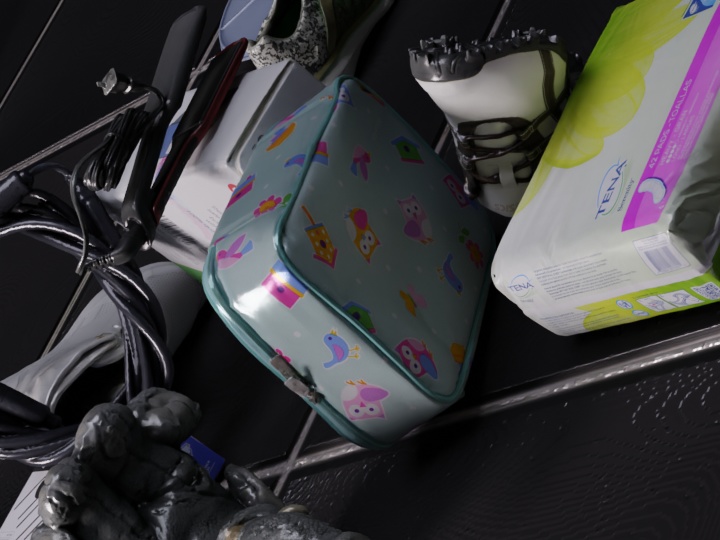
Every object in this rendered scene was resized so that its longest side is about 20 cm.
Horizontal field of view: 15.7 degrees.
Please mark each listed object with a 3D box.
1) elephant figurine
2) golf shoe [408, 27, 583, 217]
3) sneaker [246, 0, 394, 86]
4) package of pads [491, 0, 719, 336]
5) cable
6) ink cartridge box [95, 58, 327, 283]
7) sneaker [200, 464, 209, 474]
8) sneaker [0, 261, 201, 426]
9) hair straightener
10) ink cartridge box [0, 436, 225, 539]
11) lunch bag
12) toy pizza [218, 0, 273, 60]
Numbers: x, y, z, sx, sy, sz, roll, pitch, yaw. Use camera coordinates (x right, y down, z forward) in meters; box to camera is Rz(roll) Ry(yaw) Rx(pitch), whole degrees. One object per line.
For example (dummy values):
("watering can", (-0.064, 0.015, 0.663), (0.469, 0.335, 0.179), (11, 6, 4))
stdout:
("elephant figurine", (-0.070, 0.161, 1.402), (0.155, 0.200, 0.142), (-17, -51, -69))
("golf shoe", (0.083, -0.079, 1.416), (0.078, 0.200, 0.095), (-2, 85, 23))
("sneaker", (-0.031, -0.204, 1.904), (0.077, 0.089, 0.200), (-7, 48, 34))
("package of pads", (0.161, -0.067, 1.349), (0.154, 0.068, 0.200), (-18, 39, 54))
("cable", (-0.209, 0.041, 1.658), (0.163, 0.200, 0.051), (-30, -10, -1))
("ink cartridge box", (-0.057, -0.046, 1.649), (0.200, 0.145, 0.088), (-8, 48, 61))
("sneaker", (-0.161, 0.183, 1.536), (0.070, 0.082, 0.200), (-14, 42, 57))
("sneaker", (-0.158, 0.059, 1.756), (0.200, 0.074, 0.116), (-42, 18, -32))
("hair straightener", (-0.135, -0.083, 1.558), (0.041, 0.077, 0.200), (-20, 38, 51))
("ink cartridge box", (-0.168, 0.154, 1.695), (0.200, 0.044, 0.094), (-11, 47, 59))
("lunch bag", (0.000, 0.000, 1.454), (0.077, 0.160, 0.200), (-31, 23, 32))
("toy pizza", (-0.038, -0.242, 2.075), (0.200, 0.032, 0.200), (-41, 25, 24))
